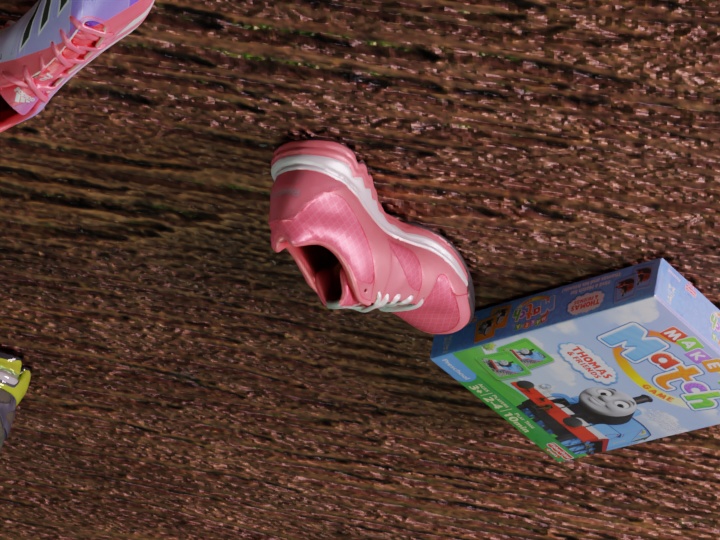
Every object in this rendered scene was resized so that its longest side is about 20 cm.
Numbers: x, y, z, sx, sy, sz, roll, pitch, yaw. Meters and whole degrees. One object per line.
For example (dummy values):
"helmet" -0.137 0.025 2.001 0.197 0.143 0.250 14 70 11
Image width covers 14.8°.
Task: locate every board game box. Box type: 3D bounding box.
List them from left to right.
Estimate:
"board game box" 0.171 0.065 1.918 0.199 0.037 0.151 -18 135 40

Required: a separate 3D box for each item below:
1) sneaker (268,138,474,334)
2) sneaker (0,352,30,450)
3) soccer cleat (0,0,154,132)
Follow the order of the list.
"sneaker" 0.000 0.000 1.838 0.073 0.087 0.200 -13 139 38
"sneaker" -0.316 0.134 2.179 0.074 0.081 0.200 19 148 -7
"soccer cleat" -0.189 -0.138 1.708 0.067 0.077 0.200 31 145 -25
